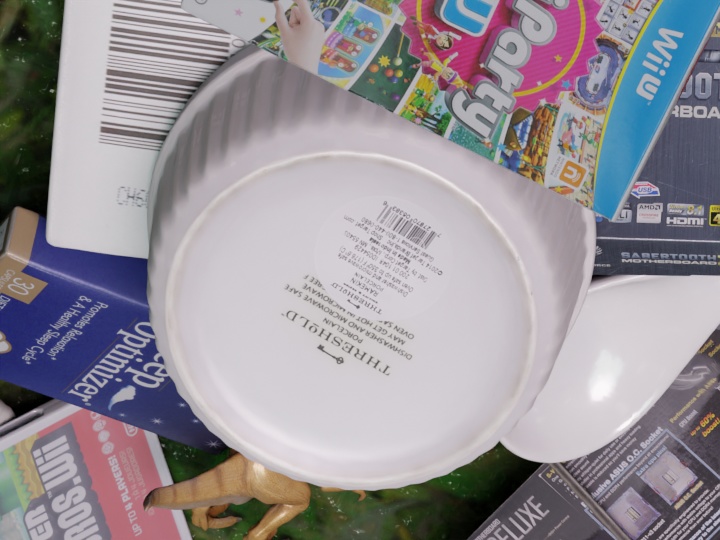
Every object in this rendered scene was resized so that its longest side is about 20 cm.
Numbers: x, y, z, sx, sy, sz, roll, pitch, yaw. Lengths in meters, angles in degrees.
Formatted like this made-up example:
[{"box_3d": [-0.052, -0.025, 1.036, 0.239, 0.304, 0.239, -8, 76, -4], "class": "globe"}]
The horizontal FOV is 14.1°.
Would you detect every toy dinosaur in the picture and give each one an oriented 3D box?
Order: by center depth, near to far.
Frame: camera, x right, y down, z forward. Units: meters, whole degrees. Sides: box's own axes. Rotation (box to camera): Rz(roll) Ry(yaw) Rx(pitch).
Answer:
[{"box_3d": [-0.055, 0.103, 1.460, 0.060, 0.200, 0.106, 50, 138, 26], "class": "toy dinosaur"}]

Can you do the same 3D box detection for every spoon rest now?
[{"box_3d": [0.137, 0.011, 1.370, 0.200, 0.061, 0.099, -49, 131, 1], "class": "spoon rest"}]

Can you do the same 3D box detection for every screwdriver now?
[{"box_3d": [0.078, 0.076, 1.427, 0.028, 0.029, 0.200, -43, 72, 0], "class": "screwdriver"}]

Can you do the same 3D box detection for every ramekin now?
[{"box_3d": [0.000, 0.000, 1.255, 0.200, 0.105, 0.200, 3, 115, 6], "class": "ramekin"}]

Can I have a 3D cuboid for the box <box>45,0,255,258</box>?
[{"box_3d": [-0.034, -0.110, 1.341, 0.200, 0.131, 0.199, 7, 116, -1], "class": "box"}]

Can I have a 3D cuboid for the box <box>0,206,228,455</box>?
[{"box_3d": [-0.101, 0.037, 1.420, 0.200, 0.032, 0.121, 20, 148, -20], "class": "box"}]

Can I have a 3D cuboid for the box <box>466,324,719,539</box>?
[{"box_3d": [0.155, 0.141, 1.412, 0.200, 0.158, 0.050, -45, 152, -5], "class": "box"}]

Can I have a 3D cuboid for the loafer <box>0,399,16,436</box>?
[{"box_3d": [-0.237, 0.143, 1.504, 0.070, 0.070, 0.200, 24, 114, 0], "class": "loafer"}]

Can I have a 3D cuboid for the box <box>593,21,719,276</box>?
[{"box_3d": [0.168, -0.077, 1.333, 0.200, 0.158, 0.051, 3, 159, 8], "class": "box"}]

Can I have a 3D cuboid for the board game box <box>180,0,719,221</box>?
[{"box_3d": [0.048, -0.133, 1.164, 0.200, 0.064, 0.148, 26, 121, 3], "class": "board game box"}]

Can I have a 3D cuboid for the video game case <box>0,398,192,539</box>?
[{"box_3d": [-0.181, 0.153, 1.477, 0.200, 0.017, 0.143, -27, 117, -23], "class": "video game case"}]
